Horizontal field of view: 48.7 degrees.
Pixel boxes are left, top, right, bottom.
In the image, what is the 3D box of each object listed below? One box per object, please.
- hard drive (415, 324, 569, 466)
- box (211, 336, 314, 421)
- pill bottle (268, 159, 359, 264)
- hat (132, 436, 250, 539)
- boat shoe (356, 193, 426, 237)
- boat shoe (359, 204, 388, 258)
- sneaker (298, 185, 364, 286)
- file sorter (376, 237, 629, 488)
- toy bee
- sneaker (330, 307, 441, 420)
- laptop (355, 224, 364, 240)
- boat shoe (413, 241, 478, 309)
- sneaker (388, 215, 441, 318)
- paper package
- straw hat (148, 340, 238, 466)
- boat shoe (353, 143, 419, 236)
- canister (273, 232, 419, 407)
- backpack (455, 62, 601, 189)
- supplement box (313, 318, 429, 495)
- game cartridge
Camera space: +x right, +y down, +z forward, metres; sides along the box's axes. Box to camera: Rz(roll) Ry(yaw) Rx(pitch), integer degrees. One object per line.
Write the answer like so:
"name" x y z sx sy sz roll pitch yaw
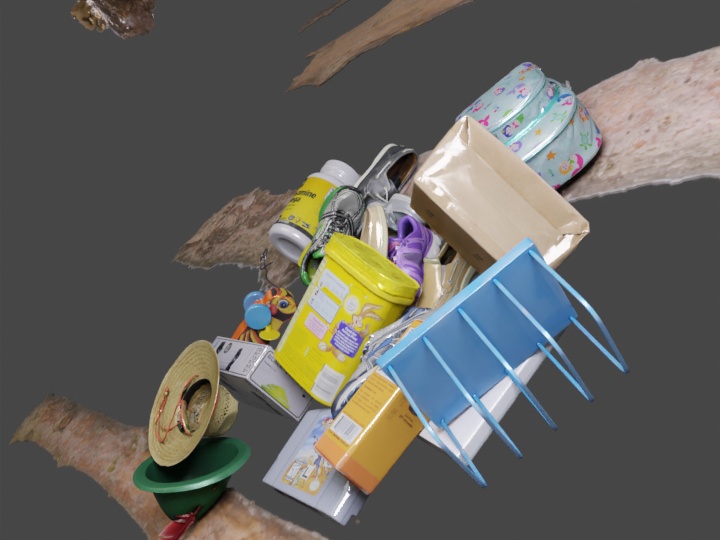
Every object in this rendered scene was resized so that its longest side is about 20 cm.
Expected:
"hard drive" 0.142 0.124 0.938 0.200 0.026 0.132 -51 25 -12
"box" -0.164 0.166 1.247 0.200 0.117 0.060 1 51 57
"pill bottle" -0.083 -0.116 1.554 0.112 0.112 0.200 -6 45 54
"hat" -0.247 0.367 1.190 0.199 0.177 0.166 -9 12 0
"boat shoe" 0.054 -0.081 1.341 0.065 0.074 0.202 -59 23 -14
"boat shoe" 0.000 0.000 1.184 0.072 0.065 0.201 -136 53 -79
"sneaker" -0.047 -0.055 1.405 0.085 0.078 0.201 -106 39 -71
"file sorter" 0.149 0.100 0.805 0.200 0.139 0.123 -40 41 2
"toy bee" -0.154 0.077 1.412 0.131 0.108 0.200 -91 25 -47
"sneaker" 0.034 0.121 1.010 0.200 0.077 0.085 -41 31 -18
"laptop" -0.056 0.026 1.306 0.200 0.103 0.178 -5 46 55
"boat shoe" 0.111 0.009 1.100 0.071 0.076 0.201 0 53 54
"sneaker" 0.061 -0.004 1.193 0.080 0.083 0.201 -28 30 33
"paper package" 0.155 -0.069 0.950 0.103 0.191 0.200 -46 -6 0
"straw hat" -0.234 0.209 1.201 0.201 0.085 0.202 -31 46 39
"boat shoe" 0.036 -0.148 1.471 0.067 0.072 0.201 22 73 41
"canister" -0.025 0.070 1.106 0.148 0.086 0.201 39 107 37
"backpack" 0.240 -0.193 1.138 0.177 0.151 0.200 -38 30 12
"supplement box" 0.039 0.156 0.932 0.200 0.067 0.069 -49 30 -9
"game cartridge" -0.042 0.245 1.033 0.200 0.041 0.134 -1 54 57
